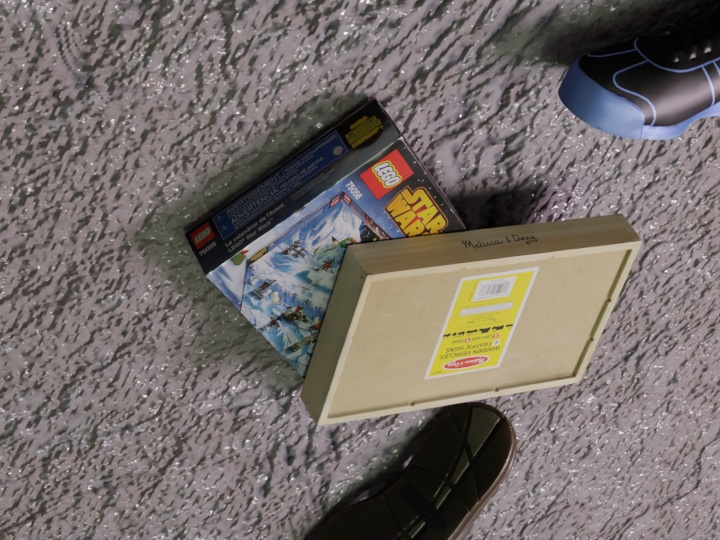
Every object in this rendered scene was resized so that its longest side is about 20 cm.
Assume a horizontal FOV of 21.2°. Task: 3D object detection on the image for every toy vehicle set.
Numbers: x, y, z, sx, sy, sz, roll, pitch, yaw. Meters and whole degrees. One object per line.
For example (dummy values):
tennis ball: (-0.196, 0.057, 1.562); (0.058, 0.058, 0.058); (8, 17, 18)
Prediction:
toy vehicle set: (0.068, 0.029, 1.176); (0.198, 0.027, 0.125); (-7, 135, -29)

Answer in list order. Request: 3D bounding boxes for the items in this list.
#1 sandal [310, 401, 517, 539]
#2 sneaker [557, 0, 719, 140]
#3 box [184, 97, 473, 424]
sandal: (0.038, 0.172, 1.349); (0.200, 0.082, 0.054); (-51, 160, 12)
sneaker: (0.204, -0.130, 1.133); (0.198, 0.070, 0.078); (-10, 134, -35)
box: (0.000, 0.000, 1.153); (0.136, 0.040, 0.200); (-34, 142, 4)
